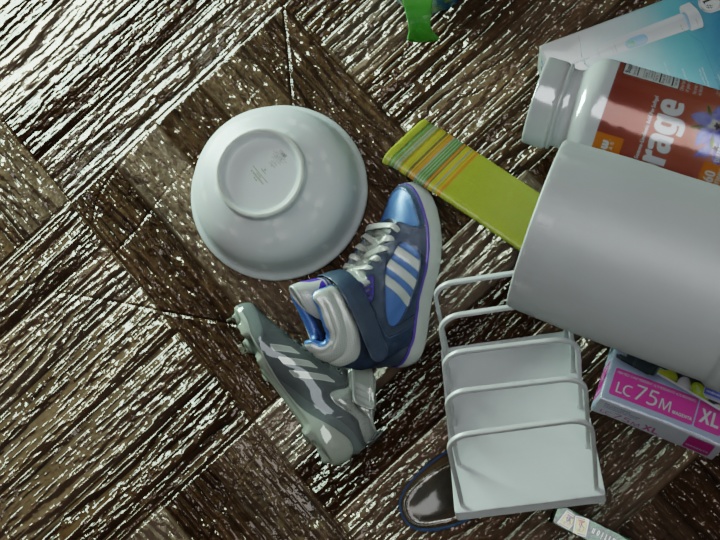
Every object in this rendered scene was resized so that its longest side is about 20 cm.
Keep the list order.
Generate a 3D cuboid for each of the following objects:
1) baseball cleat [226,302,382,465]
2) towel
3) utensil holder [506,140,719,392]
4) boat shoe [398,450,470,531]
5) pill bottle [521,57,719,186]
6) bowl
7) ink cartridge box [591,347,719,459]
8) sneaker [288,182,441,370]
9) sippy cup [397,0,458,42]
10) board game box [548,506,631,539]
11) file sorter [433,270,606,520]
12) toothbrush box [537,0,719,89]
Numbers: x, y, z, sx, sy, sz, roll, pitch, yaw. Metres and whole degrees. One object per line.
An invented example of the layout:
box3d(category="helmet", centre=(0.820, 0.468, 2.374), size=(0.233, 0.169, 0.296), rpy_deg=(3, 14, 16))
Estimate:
box3d(category="baseball cleat", centre=(-0.050, 0.104, 1.137), size=(0.106, 0.070, 0.200), rpy_deg=(-32, 82, -11))
box3d(category="towel", centre=(0.123, -0.084, 1.134), size=(0.200, 0.018, 0.086), rpy_deg=(35, 50, 12))
box3d(category="utensil holder", centre=(0.246, -0.007, 0.937), size=(0.199, 0.170, 0.171), rpy_deg=(19, 84, 11))
box3d(category="boat shoe", centre=(0.125, 0.199, 1.080), size=(0.200, 0.072, 0.072), rpy_deg=(-30, 77, 3))
box3d(category="pill bottle", centre=(0.259, -0.131, 1.010), size=(0.199, 0.112, 0.113), rpy_deg=(18, 84, 10))
box3d(category="bowl", centre=(-0.097, -0.093, 1.156), size=(0.200, 0.090, 0.202), rpy_deg=(-1, 81, 9))
box3d(category="ink cartridge box", centre=(0.304, 0.062, 1.017), size=(0.119, 0.042, 0.200), rpy_deg=(21, 62, 8))
box3d(category="sneaker", centre=(0.000, 0.000, 1.096), size=(0.146, 0.080, 0.201), rpy_deg=(8, 85, -33))
box3d(category="sippy cup", centre=(0.068, -0.341, 1.150), size=(0.139, 0.130, 0.178), rpy_deg=(36, 87, 14))
box3d(category="board game box", centre=(0.275, 0.277, 1.027), size=(0.199, 0.105, 0.024), rpy_deg=(26, 80, 13))
box3d(category="file sorter", centre=(0.144, 0.109, 1.021), size=(0.138, 0.125, 0.200), rpy_deg=(-8, 44, 7))
box3d(category="toothbrush box", centre=(0.299, -0.187, 1.110), size=(0.199, 0.085, 0.147), rpy_deg=(-20, 80, 5))
